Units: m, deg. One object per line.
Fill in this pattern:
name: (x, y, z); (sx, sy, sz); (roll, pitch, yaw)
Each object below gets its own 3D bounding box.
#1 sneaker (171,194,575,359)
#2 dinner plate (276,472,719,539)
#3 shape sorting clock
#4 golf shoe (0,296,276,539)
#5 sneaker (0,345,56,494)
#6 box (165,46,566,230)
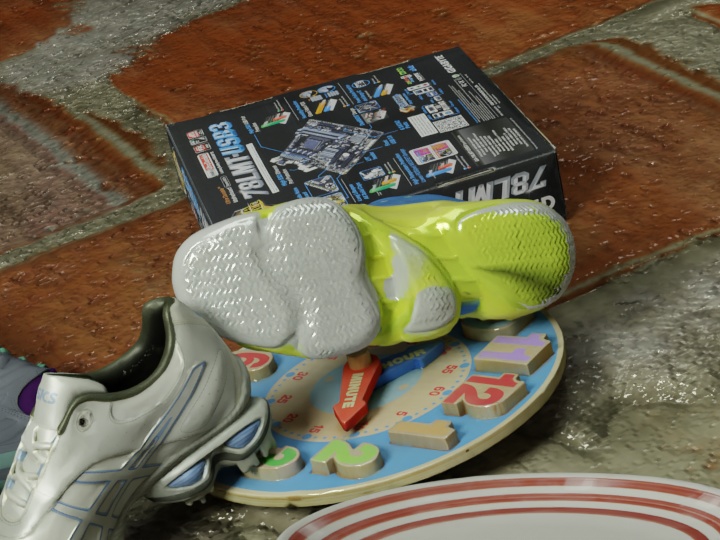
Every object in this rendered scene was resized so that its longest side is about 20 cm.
sneaker: (0.000, 0.000, 1.046); (0.200, 0.076, 0.105); (-1, 5, -16)
dinner plate: (0.065, 0.114, 0.865); (0.200, 0.024, 0.200); (-5, 6, 1)
shape sorting clock: (0.002, 0.056, 1.044); (0.200, 0.039, 0.200); (-10, 26, 5)
golf shoe: (-0.136, 0.091, 0.955); (0.200, 0.097, 0.078); (-43, 36, -23)
sneaker: (-0.197, 0.064, 1.106); (0.087, 0.075, 0.200); (-8, 32, -22)
box: (-0.002, -0.060, 1.266); (0.198, 0.050, 0.200); (-18, 27, -8)
